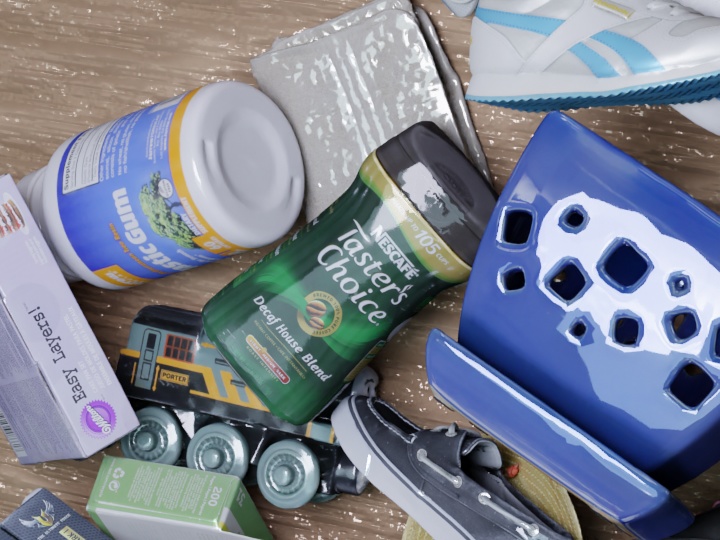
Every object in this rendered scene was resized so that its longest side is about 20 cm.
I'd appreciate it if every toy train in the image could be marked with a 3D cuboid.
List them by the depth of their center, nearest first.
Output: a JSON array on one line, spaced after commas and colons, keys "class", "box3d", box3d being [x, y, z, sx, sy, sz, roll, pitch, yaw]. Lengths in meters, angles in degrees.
[{"class": "toy train", "box3d": [-0.081, 0.093, 1.644, 0.198, 0.085, 0.115, 12, 93, 20]}]

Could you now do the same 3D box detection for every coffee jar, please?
[{"class": "coffee jar", "box3d": [0.000, 0.000, 1.540, 0.200, 0.085, 0.104, -42, 88, 13]}]

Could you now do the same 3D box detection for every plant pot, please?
[{"class": "plant pot", "box3d": [0.155, 0.046, 1.443, 0.199, 0.200, 0.181, 34, 88, 16]}]

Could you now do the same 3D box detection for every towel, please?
[{"class": "towel", "box3d": [0.014, -0.075, 1.601, 0.132, 0.034, 0.202, -18, 92, 25]}]

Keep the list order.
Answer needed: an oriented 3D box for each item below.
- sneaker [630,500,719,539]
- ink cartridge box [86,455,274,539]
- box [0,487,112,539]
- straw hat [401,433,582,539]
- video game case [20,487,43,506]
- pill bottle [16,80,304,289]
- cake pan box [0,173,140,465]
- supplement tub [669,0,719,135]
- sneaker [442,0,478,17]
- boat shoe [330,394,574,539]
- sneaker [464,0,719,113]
[{"class": "sneaker", "box3d": [0.246, 0.167, 1.515, 0.198, 0.096, 0.079, -11, 135, 16]}, {"class": "ink cartridge box", "box3d": [-0.071, 0.192, 1.623, 0.198, 0.146, 0.048, 7, 59, 21]}, {"class": "box", "box3d": [-0.186, 0.266, 1.647, 0.157, 0.051, 0.201, 35, 136, 18]}, {"class": "straw hat", "box3d": [0.112, 0.210, 1.570, 0.200, 0.085, 0.203, -23, 61, 48]}, {"class": "video game case", "box3d": [-0.181, 0.271, 1.703, 0.200, 0.023, 0.183, 40, 137, 12]}, {"class": "pill bottle", "box3d": [-0.143, -0.050, 1.617, 0.199, 0.112, 0.113, -17, 92, 39]}, {"class": "cake pan box", "box3d": [-0.235, 0.042, 1.644, 0.052, 0.184, 0.201, -29, 94, -20]}, {"class": "supplement tub", "box3d": [0.247, -0.190, 1.433, 0.132, 0.132, 0.200, 44, 112, 10]}, {"class": "sneaker", "box3d": [0.048, -0.208, 1.546, 0.198, 0.075, 0.087, 11, 108, 21]}, {"class": "boat shoe", "box3d": [0.059, 0.130, 1.524, 0.200, 0.071, 0.068, 44, 109, 39]}, {"class": "sneaker", "box3d": [0.149, -0.136, 1.375, 0.198, 0.076, 0.082, 0, 87, 30]}]
